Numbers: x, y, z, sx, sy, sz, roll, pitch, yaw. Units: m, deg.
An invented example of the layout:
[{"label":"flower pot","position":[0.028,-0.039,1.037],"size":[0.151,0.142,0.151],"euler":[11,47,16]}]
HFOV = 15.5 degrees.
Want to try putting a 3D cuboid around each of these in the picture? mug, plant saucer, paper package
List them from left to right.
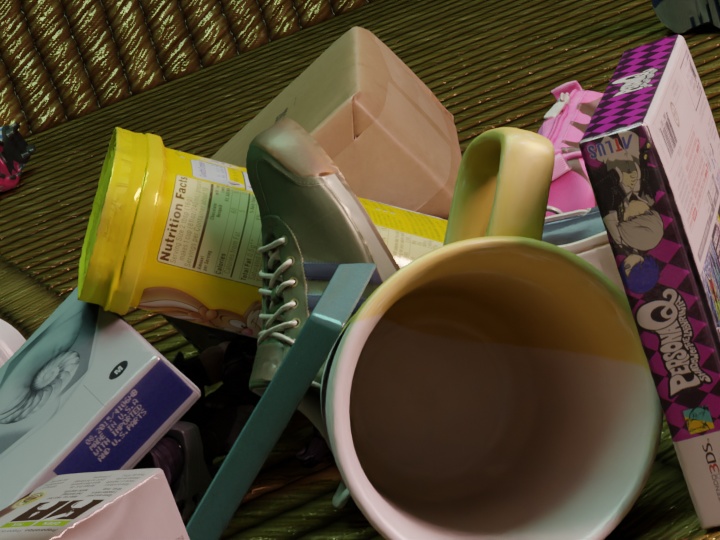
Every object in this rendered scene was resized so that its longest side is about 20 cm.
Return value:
[{"label":"plant saucer","position":[-0.050,0.083,1.231],"size":[0.200,0.019,0.070],"euler":[-59,2,28]},{"label":"paper package","position":[-0.033,-0.036,1.613],"size":[0.191,0.103,0.200],"euler":[-42,14,11]},{"label":"mug","position":[0.059,0.047,1.221],"size":[0.187,0.149,0.153],"euler":[-49,7,-8]}]

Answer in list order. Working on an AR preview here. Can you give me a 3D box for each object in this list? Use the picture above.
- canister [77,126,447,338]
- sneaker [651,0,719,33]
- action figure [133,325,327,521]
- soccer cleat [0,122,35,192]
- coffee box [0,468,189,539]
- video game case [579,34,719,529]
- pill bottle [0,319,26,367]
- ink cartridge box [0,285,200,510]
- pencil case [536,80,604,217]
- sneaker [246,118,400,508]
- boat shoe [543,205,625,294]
[{"label":"canister","position":[-0.047,-0.008,1.439],"size":[0.200,0.087,0.149],"euler":[14,9,-8]},{"label":"sneaker","position":[0.347,-0.266,2.403],"size":[0.115,0.081,0.199],"euler":[-20,18,-18]},{"label":"action figure","position":[-0.076,0.084,1.456],"size":[0.130,0.070,0.200],"euler":[-3,23,39]},{"label":"soccer cleat","position":[-0.435,-0.116,3.059],"size":[0.086,0.070,0.200],"euler":[-34,6,12]},{"label":"coffee box","position":[-0.153,0.174,1.073],"size":[0.080,0.113,0.200],"euler":[-8,16,45]},{"label":"video game case","position":[0.151,-0.002,1.204],"size":[0.036,0.182,0.200],"euler":[-16,13,15]},{"label":"pill bottle","position":[-0.282,0.097,1.655],"size":[0.111,0.111,0.200],"euler":[-14,13,26]},{"label":"ink cartridge box","position":[-0.193,0.098,1.413],"size":[0.200,0.041,0.200],"euler":[-47,25,-6]},{"label":"pencil case","position":[0.144,-0.060,1.714],"size":[0.091,0.094,0.200],"euler":[-17,12,11]},{"label":"sneaker","position":[-0.022,0.028,1.328],"size":[0.090,0.200,0.067],"euler":[-30,-1,-18]},{"label":"boat shoe","position":[0.119,-0.002,1.522],"size":[0.200,0.075,0.062],"euler":[-20,10,21]}]
